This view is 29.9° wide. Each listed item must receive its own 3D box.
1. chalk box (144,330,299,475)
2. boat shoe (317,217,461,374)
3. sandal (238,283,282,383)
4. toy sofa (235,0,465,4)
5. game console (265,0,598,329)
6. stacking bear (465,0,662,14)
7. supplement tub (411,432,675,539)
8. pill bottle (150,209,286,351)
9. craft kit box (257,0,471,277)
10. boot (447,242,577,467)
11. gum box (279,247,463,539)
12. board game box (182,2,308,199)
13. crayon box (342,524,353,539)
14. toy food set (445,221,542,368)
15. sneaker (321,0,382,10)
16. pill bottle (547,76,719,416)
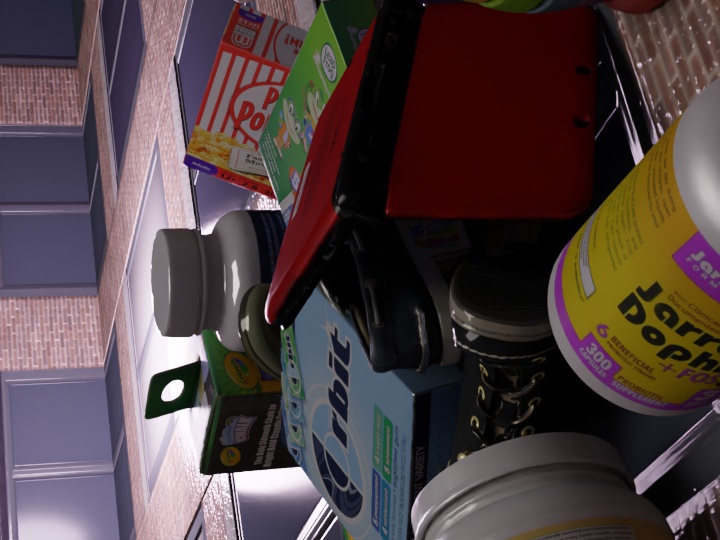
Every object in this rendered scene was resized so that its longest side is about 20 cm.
[{"bbox_3d":[-0.095,0.098,1.217,0.125,0.200,0.124,108,154,-44],"label":"chalk box"},{"bbox_3d":[0.000,0.000,0.848,0.200,0.062,0.075,-120,24,-49],"label":"boat shoe"},{"bbox_3d":[-0.020,0.072,1.059,0.057,0.201,0.080,-17,57,27],"label":"sandal"},{"bbox_3d":[0.014,-0.209,0.868,0.098,0.200,0.083,158,109,-64],"label":"toy sofa"},{"bbox_3d":[0.042,-0.063,0.780,0.172,0.118,0.200,-56,14,41],"label":"game console"},{"bbox_3d":[0.064,-0.194,0.710,0.121,0.200,0.114,163,105,-71],"label":"stacking bear"},{"bbox_3d":[0.108,0.200,0.689,0.146,0.145,0.200,110,153,-47],"label":"supplement tub"},{"bbox_3d":[-0.070,0.008,1.135,0.120,0.200,0.120,179,90,-72],"label":"pill bottle"},{"bbox_3d":[-0.005,-0.058,0.972,0.200,0.048,0.198,70,153,19],"label":"craft kit box"},{"bbox_3d":[0.083,0.070,0.746,0.204,0.073,0.154,-28,-50,-73],"label":"boot"},{"bbox_3d":[0.003,0.098,0.924,0.200,0.044,0.170,44,140,50],"label":"gum box"},{"bbox_3d":[-0.064,-0.133,1.184,0.200,0.151,0.046,120,168,-59],"label":"board game box"},{"bbox_3d":[0.042,0.217,1.029,0.200,0.058,0.119,166,102,-71],"label":"crayon box"},{"bbox_3d":[0.068,-0.056,0.920,0.144,0.060,0.200,-113,24,-49],"label":"toy food set"},{"bbox_3d":[0.005,-0.222,1.118,0.200,0.075,0.116,-139,45,-80],"label":"sneaker"},{"bbox_3d":[0.162,-0.018,0.573,0.200,0.104,0.104,121,144,-59],"label":"pill bottle"}]
